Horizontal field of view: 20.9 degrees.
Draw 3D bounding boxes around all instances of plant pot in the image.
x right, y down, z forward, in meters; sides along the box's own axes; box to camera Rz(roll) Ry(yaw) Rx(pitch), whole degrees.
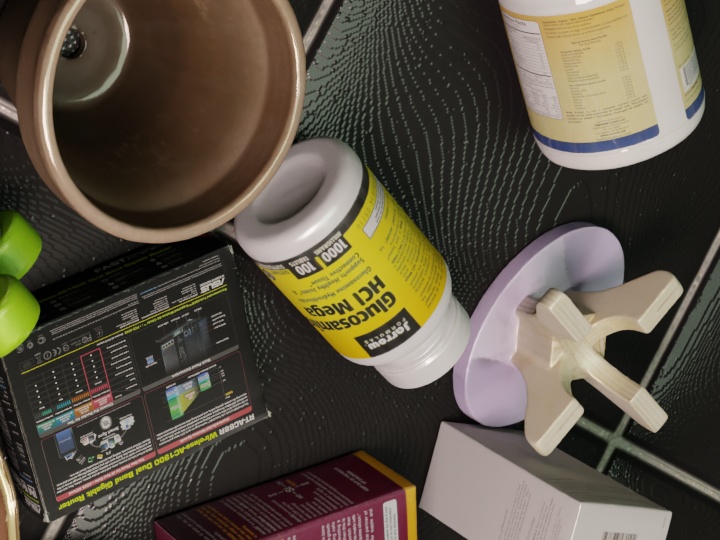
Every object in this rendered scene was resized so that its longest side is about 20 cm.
[{"bbox_3d":[-0.161,-0.136,1.313,0.199,0.174,0.202,-11,111,-31],"label":"plant pot"}]

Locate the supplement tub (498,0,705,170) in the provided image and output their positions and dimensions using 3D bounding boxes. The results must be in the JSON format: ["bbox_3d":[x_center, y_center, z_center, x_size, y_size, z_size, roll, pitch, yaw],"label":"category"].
[{"bbox_3d":[0.188,-0.198,1.549,0.144,0.144,0.201,-30,120,-22],"label":"supplement tub"}]

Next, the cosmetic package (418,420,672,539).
[{"bbox_3d":[0.151,0.198,1.622,0.107,0.200,0.086,10,99,-33],"label":"cosmetic package"}]

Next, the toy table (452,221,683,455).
[{"bbox_3d":[0.179,0.059,1.647,0.183,0.117,0.201,33,87,-37],"label":"toy table"}]

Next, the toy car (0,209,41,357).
[{"bbox_3d":[-0.339,0.002,1.292,0.199,0.158,0.165,-32,122,13],"label":"toy car"}]

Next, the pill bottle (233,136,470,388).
[{"bbox_3d":[0.000,0.000,1.507,0.113,0.112,0.200,-49,126,-10],"label":"pill bottle"}]

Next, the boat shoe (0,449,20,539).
[{"bbox_3d":[-0.289,0.136,1.387,0.067,0.072,0.202,-16,109,-22],"label":"boat shoe"}]

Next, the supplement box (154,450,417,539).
[{"bbox_3d":[-0.057,0.234,1.563,0.199,0.085,0.111,-15,114,-30],"label":"supplement box"}]

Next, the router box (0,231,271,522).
[{"bbox_3d":[-0.175,0.074,1.444,0.199,0.062,0.151,-24,117,-26],"label":"router box"}]
